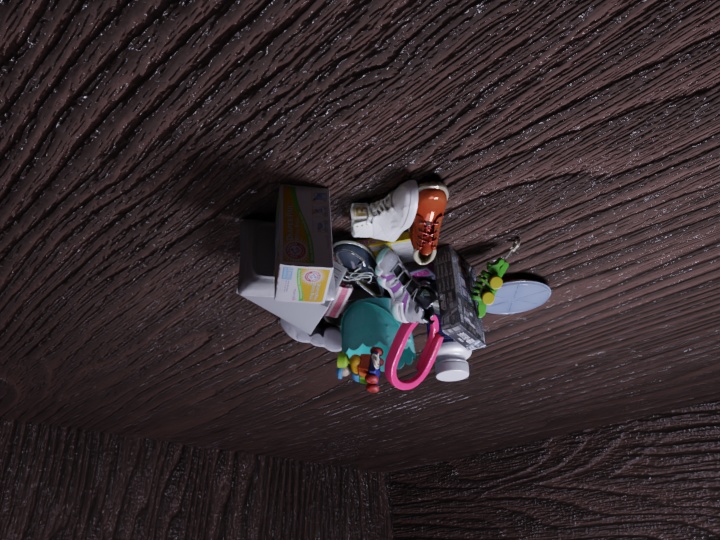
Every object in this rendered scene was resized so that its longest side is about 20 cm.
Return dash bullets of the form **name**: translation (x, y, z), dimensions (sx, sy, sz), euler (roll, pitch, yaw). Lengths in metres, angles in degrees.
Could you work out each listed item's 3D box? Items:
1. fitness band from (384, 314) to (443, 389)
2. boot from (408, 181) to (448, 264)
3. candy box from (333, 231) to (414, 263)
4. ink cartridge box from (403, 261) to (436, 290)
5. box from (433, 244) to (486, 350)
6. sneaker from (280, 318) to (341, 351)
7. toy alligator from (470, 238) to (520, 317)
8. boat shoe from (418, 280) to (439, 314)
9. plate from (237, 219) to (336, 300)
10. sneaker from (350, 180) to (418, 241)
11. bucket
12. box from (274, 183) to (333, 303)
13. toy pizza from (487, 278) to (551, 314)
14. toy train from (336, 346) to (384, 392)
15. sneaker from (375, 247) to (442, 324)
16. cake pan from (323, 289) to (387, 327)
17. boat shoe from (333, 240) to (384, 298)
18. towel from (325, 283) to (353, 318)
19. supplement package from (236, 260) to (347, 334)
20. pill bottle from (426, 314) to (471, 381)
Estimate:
- **fitness band**: translation (0.130, 0.193, 1.615), dimensions (0.142, 0.204, 0.037), euler (18, -174, -42)
- **boot**: translation (0.138, -0.093, 1.329), dimensions (0.073, 0.110, 0.201), euler (1, 152, -2)
- **candy box**: translation (0.043, -0.043, 1.510), dimensions (0.195, 0.027, 0.103), euler (-9, 153, 14)
- **ink cartridge box**: translation (0.154, 0.031, 1.650), dimensions (0.117, 0.043, 0.199), euler (-15, 152, 26)
- **box**: translation (0.230, 0.065, 1.538), dimensions (0.049, 0.205, 0.157), euler (-18, 150, 26)
- **sneaker**: translation (-0.130, 0.169, 1.855), dimensions (0.196, 0.077, 0.114), euler (22, 179, 2)
- **toy alligator**: translation (0.299, 0.009, 1.513), dimensions (0.053, 0.204, 0.059), euler (23, -169, -5)
- **boat shoe**: translation (0.175, 0.062, 1.612), dimensions (0.198, 0.066, 0.074), euler (20, 165, -24)
- **plate**: translation (-0.147, -0.031, 1.340), dimensions (0.195, 0.203, 0.033), euler (5, 138, -12)
- **sneaker**: translation (0.039, -0.115, 1.316), dimensions (0.112, 0.075, 0.201), euler (3, 154, -16)
- **bucket**: translation (0.042, 0.167, 1.712), dimensions (0.201, 0.138, 0.208), euler (-2, 153, -1)
- **box**: translation (-0.112, -0.052, 1.267), dimensions (0.099, 0.204, 0.114), euler (4, 142, -11)
- **toy pizza**: translation (0.400, 0.063, 1.735), dimensions (0.194, 0.032, 0.201), euler (-2, 154, -1)
- **toy train**: translation (-0.006, 0.219, 1.584), dimensions (0.113, 0.087, 0.201), euler (9, 153, 8)
- **sneaker**: translation (0.119, 0.038, 1.468), dimensions (0.138, 0.078, 0.202), euler (9, 138, 40)
- **cake pan**: translation (-0.004, 0.104, 1.782), dimensions (0.194, 0.038, 0.201), euler (-1, 153, -1)
- **boat shoe**: translation (0.000, 0.000, 1.493), dimensions (0.073, 0.063, 0.200), euler (-10, 148, 24)
- **towel**: translation (-0.127, 0.054, 1.654), dimensions (0.195, 0.031, 0.147), euler (14, 145, -12)
- **supplement package**: translation (-0.155, 0.023, 1.452), dimensions (0.197, 0.112, 0.156), euler (30, 148, -4)
- **pill bottle**: translation (0.238, 0.185, 1.772), dimensions (0.116, 0.205, 0.120), euler (-1, 154, -1)
